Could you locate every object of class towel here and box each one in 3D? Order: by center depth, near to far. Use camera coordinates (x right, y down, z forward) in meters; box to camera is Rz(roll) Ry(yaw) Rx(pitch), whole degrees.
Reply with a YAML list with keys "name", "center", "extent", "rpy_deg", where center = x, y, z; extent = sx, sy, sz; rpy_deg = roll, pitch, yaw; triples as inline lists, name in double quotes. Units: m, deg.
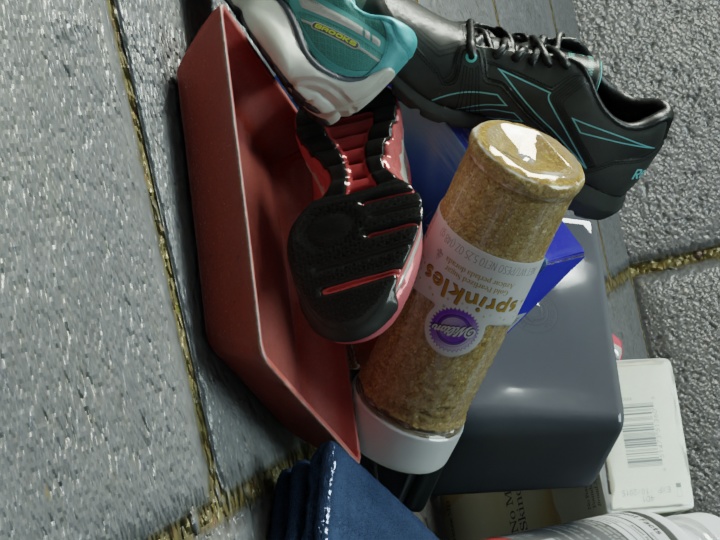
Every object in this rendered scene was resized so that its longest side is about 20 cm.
- name: "towel"
  center: [0.025, 0.188, 1.581]
  extent: [0.200, 0.049, 0.112]
  rpy_deg: [47, 29, -28]

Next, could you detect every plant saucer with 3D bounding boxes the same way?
- name: "plant saucer"
  center: [-0.052, -0.012, 1.599]
  extent: [0.200, 0.037, 0.200]
  rpy_deg: [54, 27, -66]

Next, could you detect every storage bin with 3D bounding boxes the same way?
- name: "storage bin"
  center: [0.081, 0.054, 1.865]
  extent: [0.146, 0.134, 0.200]
  rpy_deg: [110, -20, -54]

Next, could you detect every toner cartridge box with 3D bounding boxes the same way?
- name: "toner cartridge box"
  center: [0.034, -0.056, 1.719]
  extent: [0.043, 0.095, 0.200]
  rpy_deg: [-13, 62, -53]

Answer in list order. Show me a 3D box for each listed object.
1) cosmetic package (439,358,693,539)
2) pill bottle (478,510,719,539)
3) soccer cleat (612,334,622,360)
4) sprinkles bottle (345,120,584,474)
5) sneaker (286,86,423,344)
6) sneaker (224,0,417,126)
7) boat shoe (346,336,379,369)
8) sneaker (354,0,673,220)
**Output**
- name: "cosmetic package"
  center: [0.131, 0.130, 1.993]
  extent: [0.200, 0.071, 0.105]
  rpy_deg: [-30, -114, 57]
- name: "pill bottle"
  center: [0.146, 0.210, 1.843]
  extent: [0.200, 0.116, 0.116]
  rpy_deg: [-6, 82, -40]
- name: "soccer cleat"
  center: [0.103, 0.049, 2.033]
  extent: [0.200, 0.076, 0.067]
  rpy_deg: [-8, -122, 66]
- name: "sprinkles bottle"
  center: [0.054, 0.016, 1.647]
  extent: [0.068, 0.068, 0.200]
  rpy_deg: [-82, -166, -62]
- name: "sneaker"
  center: [0.008, -0.017, 1.622]
  extent: [0.200, 0.074, 0.087]
  rpy_deg: [-89, 164, -51]
- name: "sneaker"
  center: [-0.037, -0.162, 1.638]
  extent: [0.200, 0.080, 0.078]
  rpy_deg: [55, 0, 32]
- name: "boat shoe"
  center: [0.000, 0.000, 1.786]
  extent: [0.200, 0.063, 0.071]
  rpy_deg: [-82, 156, -65]
- name: "sneaker"
  center: [0.085, -0.110, 1.675]
  extent: [0.200, 0.079, 0.075]
  rpy_deg: [31, 32, -21]
